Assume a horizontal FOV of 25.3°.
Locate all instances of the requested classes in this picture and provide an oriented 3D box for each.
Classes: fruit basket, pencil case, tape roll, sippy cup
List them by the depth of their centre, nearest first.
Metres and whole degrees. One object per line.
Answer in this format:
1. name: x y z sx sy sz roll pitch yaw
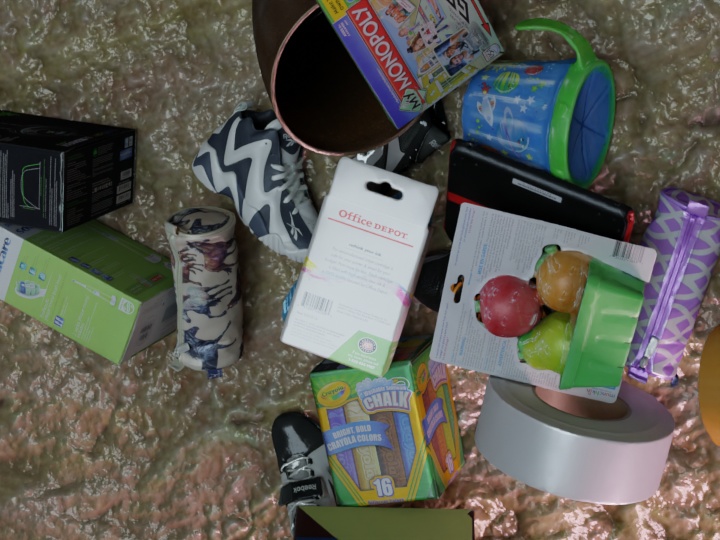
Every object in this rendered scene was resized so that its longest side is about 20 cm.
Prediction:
1. fruit basket: 0.182 0.033 1.613 0.198 0.094 0.187 16 119 11
2. sippy cup: 0.178 -0.158 1.642 0.129 0.139 0.180 14 84 26
3. pencil case: 0.315 0.015 1.650 0.083 0.085 0.202 19 107 15
4. tape roll: 0.221 0.164 1.656 0.201 0.202 0.072 16 107 15
5. pencil case: -0.176 0.021 1.792 0.077 0.089 0.202 26 132 35

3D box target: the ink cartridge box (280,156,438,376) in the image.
1. ink cartridge box: 0.004 -0.005 1.654 0.116 0.067 0.202 19 94 7

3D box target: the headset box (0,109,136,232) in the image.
1. headset box: -0.381 -0.117 1.819 0.198 0.174 0.094 9 106 18

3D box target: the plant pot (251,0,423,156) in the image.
1. plant pot: -0.038 -0.250 1.649 0.188 0.186 0.200 -59 38 21

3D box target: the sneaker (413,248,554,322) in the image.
1. sneaker: 0.136 0.031 1.722 0.198 0.077 0.079 15 108 17

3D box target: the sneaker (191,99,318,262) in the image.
1. sneaker: -0.082 -0.108 1.764 0.199 0.079 0.130 44 121 16

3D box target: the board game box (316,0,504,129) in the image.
1. board game box: 0.043 -0.247 1.540 0.134 0.029 0.200 -36 132 0

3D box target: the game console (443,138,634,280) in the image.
1. game console: 0.180 -0.051 1.656 0.198 0.031 0.178 23 149 13

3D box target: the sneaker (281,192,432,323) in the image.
1. sneaker: 0.000 0.000 1.730 0.200 0.081 0.077 -41 86 0

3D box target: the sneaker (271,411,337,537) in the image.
1. sneaker: -0.054 0.260 1.837 0.074 0.088 0.202 -23 92 24

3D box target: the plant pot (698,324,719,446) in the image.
1. plant pot: 0.441 0.115 1.582 0.182 0.200 0.202 -2 102 35

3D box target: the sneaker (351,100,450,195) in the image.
1. sneaker: 0.047 -0.139 1.719 0.090 0.066 0.202 25 107 15

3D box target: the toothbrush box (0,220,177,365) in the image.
1. toothbrush box: -0.313 0.010 1.839 0.199 0.146 0.087 28 111 11

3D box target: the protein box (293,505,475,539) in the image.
1. protein box: 0.026 0.375 1.744 0.196 0.136 0.201 1 130 3

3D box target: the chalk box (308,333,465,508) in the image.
1. chalk box: 0.029 0.141 1.759 0.123 0.124 0.202 -7 101 21
